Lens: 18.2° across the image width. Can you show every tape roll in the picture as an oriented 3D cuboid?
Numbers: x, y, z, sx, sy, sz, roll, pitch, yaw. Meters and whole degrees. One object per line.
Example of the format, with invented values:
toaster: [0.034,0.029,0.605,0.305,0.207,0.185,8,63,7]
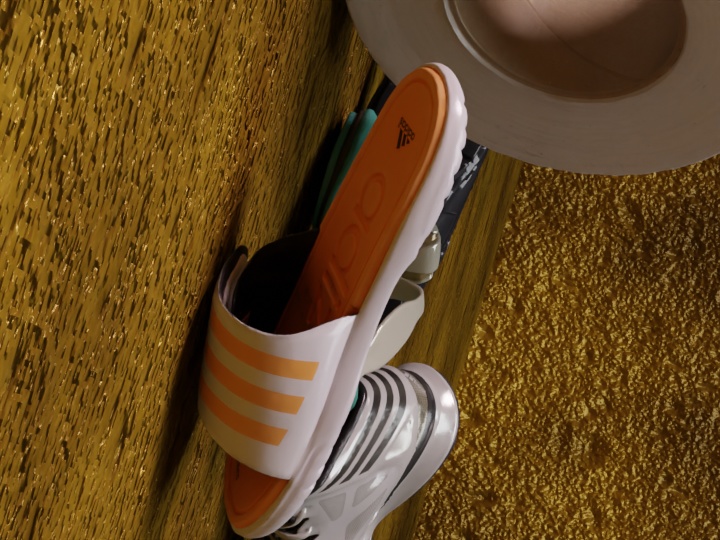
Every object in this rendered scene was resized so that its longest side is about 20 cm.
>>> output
tape roll: [0.095,-0.134,0.967,0.203,0.202,0.071,98,11,-53]

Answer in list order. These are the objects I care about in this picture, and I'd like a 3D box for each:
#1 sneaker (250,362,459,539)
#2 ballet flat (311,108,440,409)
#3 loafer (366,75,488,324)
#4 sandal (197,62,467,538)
sneaker: [-0.041,0.128,1.142,0.115,0.076,0.201,9,116,-54]
ballet flat: [0.000,0.000,1.061,0.200,0.070,0.068,-68,171,-48]
loafer: [0.021,-0.039,1.185,0.070,0.068,0.201,-118,-130,-89]
sandal: [-0.026,0.005,0.881,0.207,0.059,0.079,-66,-154,19]
